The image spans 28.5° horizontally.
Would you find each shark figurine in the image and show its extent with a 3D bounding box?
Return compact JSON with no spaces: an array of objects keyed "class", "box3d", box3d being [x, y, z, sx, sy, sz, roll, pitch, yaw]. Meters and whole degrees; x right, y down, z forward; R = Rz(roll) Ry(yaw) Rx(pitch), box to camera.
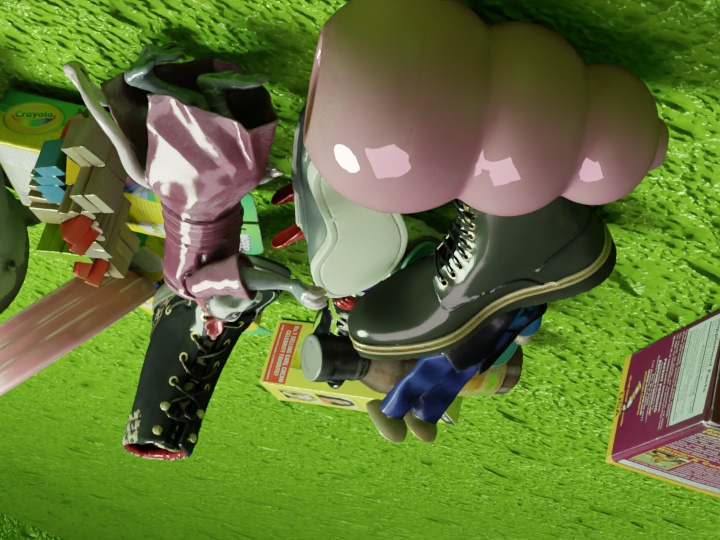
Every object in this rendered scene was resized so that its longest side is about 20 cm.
[{"class":"shark figurine","box3d":[-0.312,0.011,1.193,0.127,0.215,0.090,8,140,-4]}]

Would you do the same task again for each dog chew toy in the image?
[{"class":"dog chew toy","box3d":[0.071,-0.085,0.782,0.199,0.125,0.125,9,161,-7]}]

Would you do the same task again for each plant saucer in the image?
[{"class":"plant saucer","box3d":[-0.270,0.053,1.209,0.051,0.200,0.200,58,151,-5]}]

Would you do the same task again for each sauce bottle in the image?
[{"class":"sauce bottle","box3d":[0.044,0.077,1.226,0.199,0.065,0.065,2,168,-27]}]

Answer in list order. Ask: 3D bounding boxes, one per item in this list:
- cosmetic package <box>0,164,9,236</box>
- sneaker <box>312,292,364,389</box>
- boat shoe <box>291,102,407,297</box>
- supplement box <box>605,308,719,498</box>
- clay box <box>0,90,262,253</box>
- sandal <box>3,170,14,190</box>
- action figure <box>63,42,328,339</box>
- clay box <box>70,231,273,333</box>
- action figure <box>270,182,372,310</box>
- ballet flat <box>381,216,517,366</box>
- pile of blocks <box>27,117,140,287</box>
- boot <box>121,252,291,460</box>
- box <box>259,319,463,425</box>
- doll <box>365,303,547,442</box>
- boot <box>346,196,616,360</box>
[{"class":"cosmetic package","box3d":[-0.330,-0.082,1.073,0.101,0.074,0.200,8,148,-1]},{"class":"sneaker","box3d":[-0.006,0.062,1.281,0.071,0.083,0.200,16,160,-4]},{"class":"boat shoe","box3d":[-0.012,-0.049,0.992,0.072,0.062,0.200,-20,152,-7]},{"class":"supplement box","box3d":[0.302,0.113,1.160,0.130,0.104,0.200,19,161,-9]},{"class":"clay box","box3d":[-0.168,-0.071,1.072,0.199,0.048,0.115,12,159,5]},{"class":"sandal","box3d":[-0.340,-0.101,1.146,0.199,0.043,0.076,24,159,-22]},{"class":"action figure","box3d":[-0.106,-0.037,0.925,0.148,0.201,0.134,-8,-148,-18]},{"class":"clay box","box3d":[-0.171,0.003,1.298,0.114,0.048,0.200,-1,156,33]},{"class":"action figure","box3d":[0.000,0.000,1.141,0.052,0.066,0.200,-30,138,25]},{"class":"ballet flat","box3d":[0.067,0.010,1.136,0.064,0.076,0.200,39,175,41]},{"class":"pile of blocks","box3d":[-0.206,-0.038,1.009,0.082,0.062,0.200,16,156,-1]},{"class":"boot","box3d":[-0.129,0.074,1.175,0.073,0.155,0.203,22,157,-26]},{"class":"box","box3d":[0.005,0.098,1.388,0.199,0.076,0.050,6,157,27]},{"class":"doll","box3d":[0.093,0.052,1.101,0.136,0.049,0.200,8,130,-49]},{"class":"boot","box3d":[0.064,-0.019,0.975,0.199,0.078,0.138,-25,144,10]}]
